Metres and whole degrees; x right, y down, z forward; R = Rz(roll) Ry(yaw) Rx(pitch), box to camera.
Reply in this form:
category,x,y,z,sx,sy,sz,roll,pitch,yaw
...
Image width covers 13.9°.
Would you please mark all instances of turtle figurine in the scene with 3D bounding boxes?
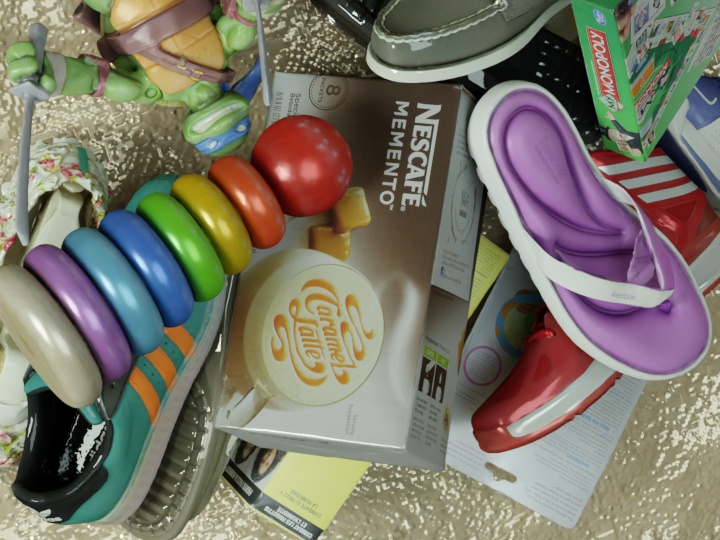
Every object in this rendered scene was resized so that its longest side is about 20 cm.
category,x,y,z,sx,sy,sz,roll,pitch,yaw
turtle figurine,-0.118,-0.146,1.544,0.144,0.200,0.194,-28,92,34

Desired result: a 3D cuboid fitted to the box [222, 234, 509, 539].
category,x,y,z,sx,sy,sz,roll,pitch,yaw
box,0.001,0.054,1.685,0.050,0.075,0.200,35,92,-22

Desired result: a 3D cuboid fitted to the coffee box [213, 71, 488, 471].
category,x,y,z,sx,sy,sz,roll,pitch,yaw
coffee box,0.000,0.000,1.609,0.114,0.080,0.200,7,80,20

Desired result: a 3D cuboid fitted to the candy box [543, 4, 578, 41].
category,x,y,z,sx,sy,sz,roll,pitch,yaw
candy box,0.167,-0.219,1.681,0.200,0.026,0.102,-37,137,-7

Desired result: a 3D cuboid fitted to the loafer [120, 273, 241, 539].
category,x,y,z,sx,sy,sz,roll,pitch,yaw
loafer,-0.087,0.056,1.651,0.068,0.076,0.200,0,109,-56

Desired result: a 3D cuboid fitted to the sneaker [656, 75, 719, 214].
category,x,y,z,sx,sy,sz,roll,pitch,yaw
sneaker,0.243,-0.083,1.736,0.199,0.081,0.115,40,85,-29

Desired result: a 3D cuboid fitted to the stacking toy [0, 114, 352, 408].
category,x,y,z,sx,sy,sz,roll,pitch,yaw
stacking toy,-0.091,-0.017,1.537,0.200,0.085,0.085,-36,111,-13

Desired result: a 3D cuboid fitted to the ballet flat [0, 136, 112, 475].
category,x,y,z,sx,sy,sz,roll,pitch,yaw
ballet flat,-0.187,0.024,1.620,0.076,0.064,0.200,13,99,-19

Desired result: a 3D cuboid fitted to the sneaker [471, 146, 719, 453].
category,x,y,z,sx,sy,sz,roll,pitch,yaw
sneaker,0.114,0.005,1.674,0.200,0.078,0.116,-41,100,-22

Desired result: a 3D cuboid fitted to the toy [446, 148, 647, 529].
category,x,y,z,sx,sy,sz,roll,pitch,yaw
toy,0.117,0.036,1.733,0.115,0.047,0.200,29,88,-19

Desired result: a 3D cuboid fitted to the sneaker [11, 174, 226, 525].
category,x,y,z,sx,sy,sz,roll,pitch,yaw
sneaker,-0.131,0.043,1.588,0.080,0.071,0.200,7,100,-61

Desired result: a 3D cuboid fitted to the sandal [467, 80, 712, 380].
category,x,y,z,sx,sy,sz,roll,pitch,yaw
sandal,0.128,-0.015,1.602,0.082,0.050,0.203,-49,113,-19

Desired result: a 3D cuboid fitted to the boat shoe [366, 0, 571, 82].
category,x,y,z,sx,sy,sz,roll,pitch,yaw
boat shoe,0.086,-0.166,1.596,0.202,0.072,0.060,-29,138,-22

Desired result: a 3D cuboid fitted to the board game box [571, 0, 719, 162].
category,x,y,z,sx,sy,sz,roll,pitch,yaw
board game box,0.184,-0.176,1.617,0.200,0.029,0.135,-56,152,-24

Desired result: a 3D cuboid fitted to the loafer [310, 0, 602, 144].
category,x,y,z,sx,sy,sz,roll,pitch,yaw
loafer,0.045,-0.123,1.658,0.200,0.071,0.073,35,64,-7
